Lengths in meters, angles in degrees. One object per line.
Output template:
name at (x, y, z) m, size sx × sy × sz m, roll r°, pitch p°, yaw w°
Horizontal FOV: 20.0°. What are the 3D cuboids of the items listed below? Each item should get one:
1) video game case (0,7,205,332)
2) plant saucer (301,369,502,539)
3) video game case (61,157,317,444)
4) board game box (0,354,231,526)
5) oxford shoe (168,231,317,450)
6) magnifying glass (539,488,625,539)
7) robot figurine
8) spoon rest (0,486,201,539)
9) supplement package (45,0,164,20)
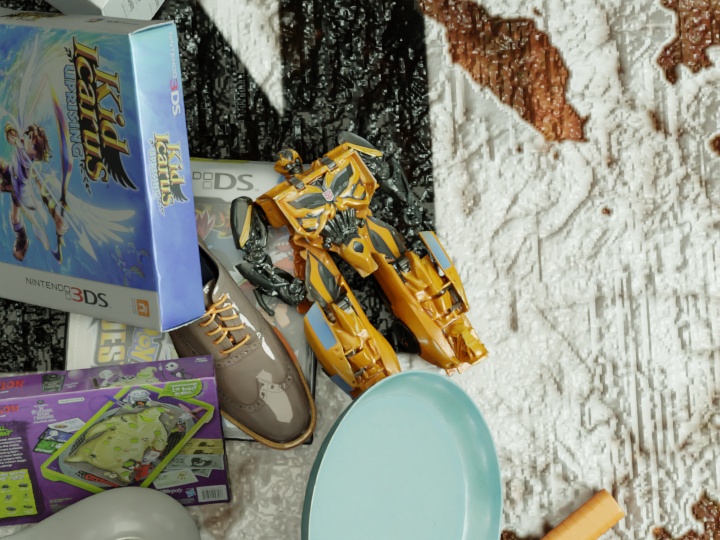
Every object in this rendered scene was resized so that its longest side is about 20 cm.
video game case at (-0.191, -0.070, 1.371) m, size 0.181 × 0.045 × 0.201 m, roll 9°, pitch 111°, yaw 39°
plant saucer at (0.025, 0.166, 1.372) m, size 0.027 × 0.200 × 0.201 m, roll 3°, pitch 82°, yaw 41°
video game case at (-0.118, 0.019, 1.458) m, size 0.180 × 0.026 × 0.201 m, roll 3°, pitch 84°, yaw -1°
board game box at (-0.193, 0.120, 1.409) m, size 0.199 × 0.120 × 0.032 m, roll -5°, pitch 43°, yaw -2°
oxford shoe at (-0.101, 0.040, 1.407) m, size 0.071 × 0.073 × 0.200 m, roll -38°, pitch 87°, yaw -5°
magnifying glass at (0.103, 0.226, 1.443) m, size 0.200 × 0.022 × 0.080 m, roll -39°, pitch 86°, yaw -5°
robot figurine at (0.000, 0.000, 1.428) m, size 0.145 × 0.058 × 0.200 m, roll -34°, pitch 97°, yaw -21°
spoon rest at (-0.209, 0.204, 1.422) m, size 0.199 × 0.061 × 0.100 m, roll -7°, pitch 106°, yaw -11°
supplement package at (-0.221, -0.262, 1.420) m, size 0.200 × 0.156 × 0.111 m, roll 34°, pitch 85°, yaw 2°
